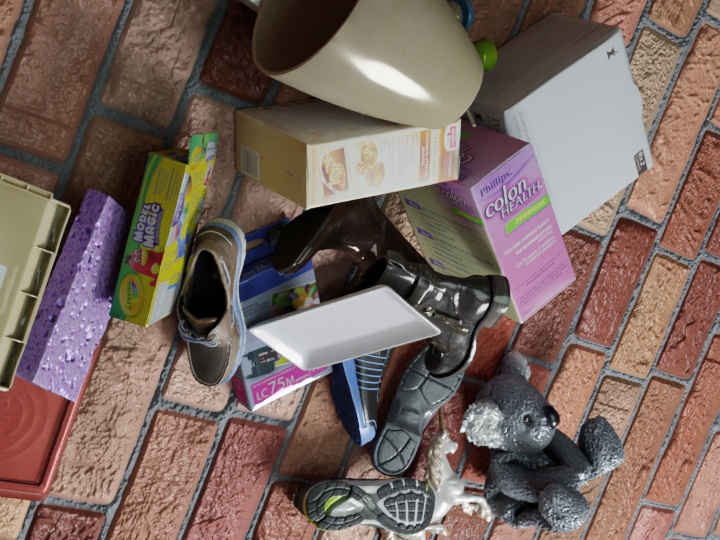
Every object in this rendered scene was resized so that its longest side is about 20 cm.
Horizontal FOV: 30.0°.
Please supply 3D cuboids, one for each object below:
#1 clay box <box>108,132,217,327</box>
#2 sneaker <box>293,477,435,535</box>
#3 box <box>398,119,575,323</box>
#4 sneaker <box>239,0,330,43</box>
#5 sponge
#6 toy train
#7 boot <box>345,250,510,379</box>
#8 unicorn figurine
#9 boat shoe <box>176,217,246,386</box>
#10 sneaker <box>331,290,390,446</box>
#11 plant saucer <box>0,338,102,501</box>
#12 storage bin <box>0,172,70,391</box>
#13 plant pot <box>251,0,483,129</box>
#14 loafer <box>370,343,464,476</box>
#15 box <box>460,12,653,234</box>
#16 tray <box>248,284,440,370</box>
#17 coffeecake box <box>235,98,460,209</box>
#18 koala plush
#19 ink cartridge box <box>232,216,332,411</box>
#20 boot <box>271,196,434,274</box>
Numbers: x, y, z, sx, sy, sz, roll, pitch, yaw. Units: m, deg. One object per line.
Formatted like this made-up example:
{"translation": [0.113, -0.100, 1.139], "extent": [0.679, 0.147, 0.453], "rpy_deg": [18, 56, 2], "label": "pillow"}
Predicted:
{"translation": [-0.202, -0.050, 1.399], "extent": [0.047, 0.115, 0.201], "rpy_deg": [16, 99, 6], "label": "clay box"}
{"translation": [0.005, 0.287, 1.690], "extent": [0.199, 0.081, 0.074], "rpy_deg": [11, 88, -30], "label": "sneaker"}
{"translation": [0.141, -0.066, 1.598], "extent": [0.097, 0.176, 0.201], "rpy_deg": [-37, 124, -18], "label": "box"}
{"translation": [-0.050, -0.286, 1.443], "extent": [0.199, 0.074, 0.082], "rpy_deg": [29, 94, -39], "label": "sneaker"}
{"translation": [-0.281, 0.026, 1.361], "extent": [0.112, 0.030, 0.201], "rpy_deg": [57, 52, -70], "label": "sponge"}
{"translation": [0.110, -0.235, 1.512], "extent": [0.115, 0.201, 0.085], "rpy_deg": [-10, 148, -42], "label": "toy train"}
{"translation": [0.060, 0.048, 1.541], "extent": [0.173, 0.070, 0.200], "rpy_deg": [9, 139, -20], "label": "boot"}
{"translation": [0.103, 0.298, 1.770], "extent": [0.137, 0.074, 0.200], "rpy_deg": [39, 89, -28], "label": "unicorn figurine"}
{"translation": [-0.169, 0.045, 1.462], "extent": [0.072, 0.072, 0.201], "rpy_deg": [-54, 151, -61], "label": "boat shoe"}
{"translation": [0.005, 0.117, 1.638], "extent": [0.078, 0.070, 0.201], "rpy_deg": [-21, 119, -22], "label": "sneaker"}
{"translation": [-0.378, 0.145, 1.394], "extent": [0.199, 0.037, 0.201], "rpy_deg": [16, 97, -38], "label": "plant saucer"}
{"translation": [-0.400, -0.008, 1.258], "extent": [0.198, 0.093, 0.201], "rpy_deg": [22, 82, -38], "label": "storage bin"}
{"translation": [0.025, -0.230, 1.360], "extent": [0.199, 0.187, 0.188], "rpy_deg": [30, 89, -33], "label": "plant pot"}
{"translation": [0.068, 0.167, 1.719], "extent": [0.072, 0.063, 0.201], "rpy_deg": [31, 82, -9], "label": "loafer"}
{"translation": [0.232, -0.176, 1.651], "extent": [0.200, 0.130, 0.200], "rpy_deg": [-35, 124, -20], "label": "box"}
{"translation": [-0.019, 0.060, 1.497], "extent": [0.107, 0.199, 0.022], "rpy_deg": [38, 46, -40], "label": "tray"}
{"translation": [-0.014, -0.137, 1.473], "extent": [0.199, 0.153, 0.074], "rpy_deg": [-13, 116, -31], "label": "coffeecake box"}
{"translation": [0.213, 0.222, 1.783], "extent": [0.177, 0.183, 0.201], "rpy_deg": [-48, 116, -40], "label": "koala plush"}
{"translation": [-0.104, 0.051, 1.555], "extent": [0.119, 0.042, 0.201], "rpy_deg": [-25, 118, -27], "label": "ink cartridge box"}
{"translation": [0.000, 0.000, 1.554], "extent": [0.200, 0.064, 0.187], "rpy_deg": [56, 52, -28], "label": "boot"}
